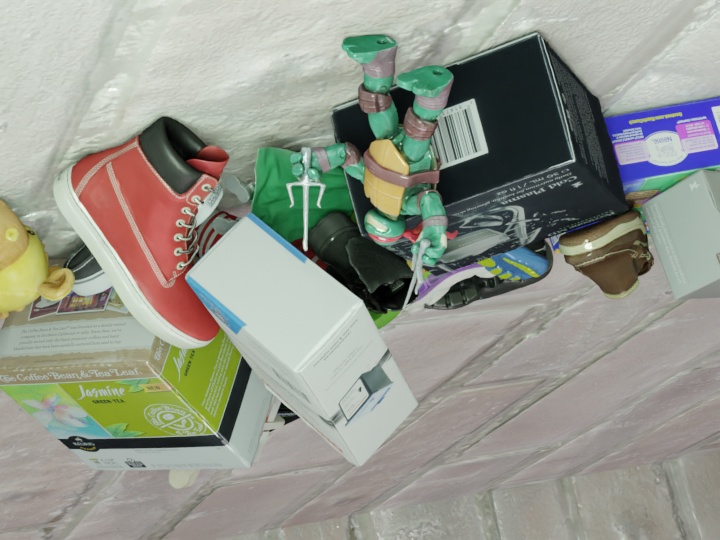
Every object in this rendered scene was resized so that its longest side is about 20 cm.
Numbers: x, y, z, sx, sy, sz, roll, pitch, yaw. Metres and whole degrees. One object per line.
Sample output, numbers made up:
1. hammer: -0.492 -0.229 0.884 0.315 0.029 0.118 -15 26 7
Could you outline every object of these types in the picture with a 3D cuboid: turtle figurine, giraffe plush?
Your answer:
1. turtle figurine: 0.019 -0.079 1.381 0.149 0.201 0.101 21 -146 20
2. giraffe plush: -0.339 0.008 1.490 0.162 0.173 0.200 -30 159 -21

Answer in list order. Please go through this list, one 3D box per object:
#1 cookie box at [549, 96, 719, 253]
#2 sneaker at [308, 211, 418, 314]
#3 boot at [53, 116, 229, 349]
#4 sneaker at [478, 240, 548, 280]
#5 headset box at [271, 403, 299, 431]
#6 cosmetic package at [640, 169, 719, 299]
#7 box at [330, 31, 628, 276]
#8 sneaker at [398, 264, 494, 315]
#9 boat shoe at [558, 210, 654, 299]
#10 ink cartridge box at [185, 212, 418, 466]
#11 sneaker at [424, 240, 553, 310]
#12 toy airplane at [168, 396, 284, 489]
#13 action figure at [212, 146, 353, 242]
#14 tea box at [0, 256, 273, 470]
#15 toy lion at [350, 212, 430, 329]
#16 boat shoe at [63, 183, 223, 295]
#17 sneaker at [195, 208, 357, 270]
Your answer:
1. cookie box: 0.290 -0.095 1.748 0.170 0.076 0.200 -11 164 -15
2. sneaker: 0.016 0.002 1.587 0.060 0.104 0.199 -49 156 14
3. boot: -0.147 -0.030 1.462 0.143 0.073 0.201 -24 117 24
4. sneaker: 0.124 -0.057 1.754 0.070 0.083 0.199 -16 149 33
5. headset box: -0.187 0.164 2.192 0.173 0.094 0.199 4 157 -44
6. cosmetic package: 0.376 -0.035 1.707 0.199 0.108 0.090 0 157 -44
7. box: 0.108 -0.096 1.523 0.199 0.125 0.196 -19 165 18
8. sneaker: 0.076 -0.021 1.866 0.199 0.081 0.083 -25 144 14
9. boat shoe: 0.242 -0.012 1.629 0.074 0.075 0.202 -18 179 23
10. ink cartridge box: -0.047 0.062 1.482 0.086 0.146 0.200 -46 149 -9
11. sneaker: 0.121 0.011 1.968 0.198 0.076 0.079 -8 165 -17
12. toy airplane: -0.166 0.124 1.900 0.140 0.202 0.199 14 154 -26
13. action figure: -0.052 -0.068 1.564 0.199 0.054 0.119 -13 128 -54
14. tea box: -0.214 0.089 1.664 0.199 0.134 0.197 -5 142 31
15. toy lion: 0.000 0.000 1.792 0.190 0.069 0.201 -17 144 -2
16. boat shoe: -0.210 -0.043 1.545 0.199 0.070 0.066 -27 123 39
17. sneaker: -0.080 -0.032 1.657 0.199 0.115 0.079 1 114 -51
